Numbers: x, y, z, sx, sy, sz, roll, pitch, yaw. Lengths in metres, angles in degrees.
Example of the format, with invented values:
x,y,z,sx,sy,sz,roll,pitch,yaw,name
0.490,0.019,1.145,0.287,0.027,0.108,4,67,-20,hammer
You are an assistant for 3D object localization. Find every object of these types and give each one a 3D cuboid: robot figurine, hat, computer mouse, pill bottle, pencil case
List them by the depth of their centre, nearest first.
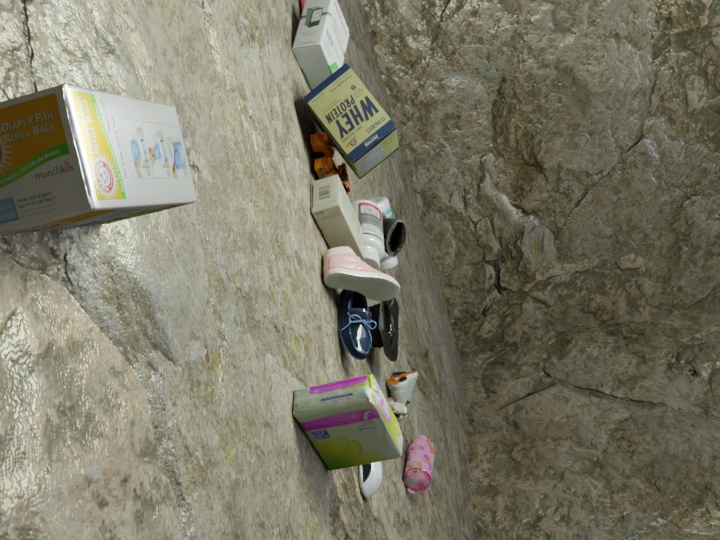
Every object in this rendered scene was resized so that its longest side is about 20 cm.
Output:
x,y,z,sx,sy,sz,roll,pitch,yaw,name
0.027,0.417,1.631,0.202,0.043,0.110,-90,164,-46,computer mouse
-0.073,-0.253,1.820,0.200,0.057,0.147,51,27,-65,robot figurine
0.007,-0.079,1.897,0.111,0.109,0.202,65,17,-45,pill bottle
0.048,0.145,1.944,0.200,0.080,0.204,-8,90,-72,hat
0.168,0.555,2.087,0.200,0.086,0.089,-62,138,-72,pencil case
0.054,-0.107,2.153,0.111,0.109,0.203,-67,143,-71,pill bottle

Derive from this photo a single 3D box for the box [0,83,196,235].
x,y,z,sx,sy,sz,roll,pitch,yaw,name
-0.250,-0.098,0.669,0.200,0.111,0.103,-34,112,-77,box

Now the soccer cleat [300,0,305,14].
x,y,z,sx,sy,sz,roll,pitch,yaw,name
-0.145,-0.747,2.031,0.076,0.067,0.202,26,50,-25,soccer cleat

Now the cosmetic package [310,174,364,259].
x,y,z,sx,sy,sz,roll,pitch,yaw,name
-0.054,-0.118,1.741,0.201,0.070,0.106,65,16,-47,cosmetic package

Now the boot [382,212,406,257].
x,y,z,sx,sy,sz,roll,pitch,yaw,name
0.065,-0.068,2.000,0.200,0.072,0.185,-141,-126,-62,boot

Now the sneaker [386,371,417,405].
x,y,z,sx,sy,sz,roll,pitch,yaw,name
0.123,0.351,2.133,0.200,0.075,0.093,-10,95,-71,sneaker

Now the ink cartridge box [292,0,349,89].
x,y,z,sx,sy,sz,roll,pitch,yaw,name
-0.100,-0.600,1.905,0.146,0.083,0.202,62,32,-52,ink cartridge box

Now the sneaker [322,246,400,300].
x,y,z,sx,sy,sz,roll,pitch,yaw,name
0.000,0.000,1.683,0.198,0.076,0.105,15,40,-28,sneaker

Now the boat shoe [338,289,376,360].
x,y,z,sx,sy,sz,roll,pitch,yaw,name
-0.012,0.107,1.676,0.083,0.069,0.202,14,46,-36,boat shoe

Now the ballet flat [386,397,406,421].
x,y,z,sx,sy,sz,roll,pitch,yaw,name
0.086,0.371,1.909,0.200,0.066,0.069,46,34,-69,ballet flat

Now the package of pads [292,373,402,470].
x,y,z,sx,sy,sz,roll,pitch,yaw,name
-0.016,0.274,1.304,0.069,0.152,0.201,-91,164,-45,package of pads

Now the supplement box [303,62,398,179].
x,y,z,sx,sy,sz,roll,pitch,yaw,name
-0.018,-0.360,1.785,0.201,0.134,0.200,52,1,6,supplement box
